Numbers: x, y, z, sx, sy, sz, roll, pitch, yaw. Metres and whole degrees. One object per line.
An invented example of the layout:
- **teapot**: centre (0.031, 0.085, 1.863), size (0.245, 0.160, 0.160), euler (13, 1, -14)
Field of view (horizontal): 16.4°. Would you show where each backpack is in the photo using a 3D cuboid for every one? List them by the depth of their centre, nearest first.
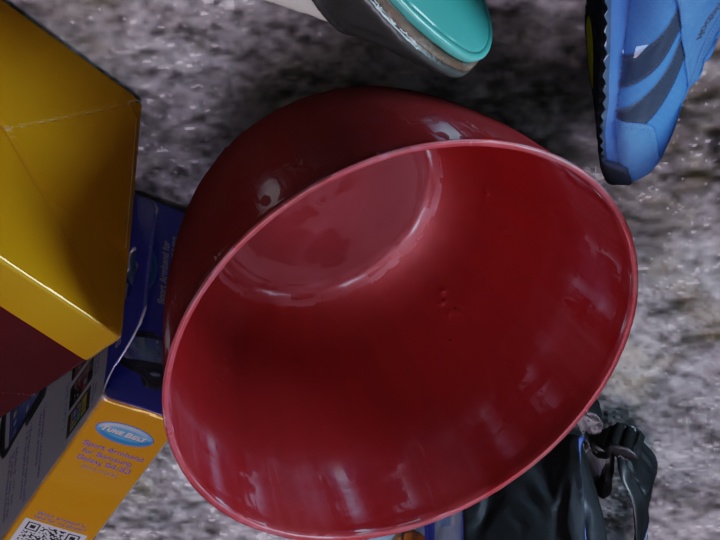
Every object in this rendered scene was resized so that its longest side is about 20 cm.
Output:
- **backpack**: centre (0.066, 0.191, 1.186), size (0.153, 0.201, 0.191), euler (-1, 144, 9)

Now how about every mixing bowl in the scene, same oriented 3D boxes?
- **mixing bowl**: centre (0.000, 0.000, 1.011), size (0.199, 0.109, 0.201), euler (-14, 132, -15)

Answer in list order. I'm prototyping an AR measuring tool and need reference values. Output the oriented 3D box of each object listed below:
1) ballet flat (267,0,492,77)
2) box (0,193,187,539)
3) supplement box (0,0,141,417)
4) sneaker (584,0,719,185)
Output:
- **ballet flat**: centre (-0.029, -0.144, 0.916), size (0.068, 0.068, 0.200), euler (-19, 124, 33)
- **box**: centre (-0.122, 0.059, 1.086), size (0.041, 0.119, 0.200), euler (22, 133, -21)
- **supplement box**: centre (-0.227, -0.023, 0.989), size (0.200, 0.133, 0.197), euler (-33, 128, 30)
- **sneaker**: centre (0.125, -0.108, 0.947), size (0.078, 0.066, 0.201), euler (-3, 137, -2)
